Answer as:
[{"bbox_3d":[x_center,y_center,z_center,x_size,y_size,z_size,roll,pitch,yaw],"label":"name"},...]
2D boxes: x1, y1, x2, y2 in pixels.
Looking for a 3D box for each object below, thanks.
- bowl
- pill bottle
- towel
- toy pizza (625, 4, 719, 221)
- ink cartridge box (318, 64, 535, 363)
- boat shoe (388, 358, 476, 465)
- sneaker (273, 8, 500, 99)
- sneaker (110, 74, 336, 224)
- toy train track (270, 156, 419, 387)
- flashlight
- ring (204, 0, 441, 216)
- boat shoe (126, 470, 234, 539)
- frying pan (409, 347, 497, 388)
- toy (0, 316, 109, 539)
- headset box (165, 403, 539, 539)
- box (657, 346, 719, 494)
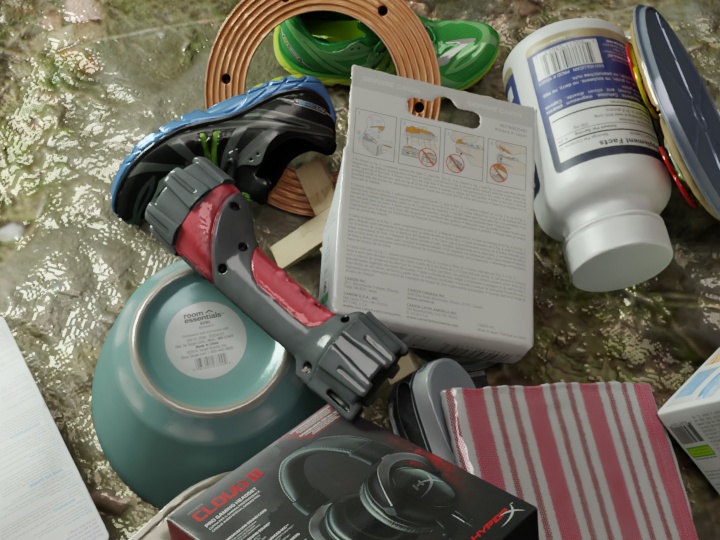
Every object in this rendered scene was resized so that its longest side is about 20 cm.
[{"bbox_3d":[-0.104,0.070,0.848,0.197,0.105,0.204,2,64,-3],"label":"bowl"},{"bbox_3d":[0.186,-0.091,0.938,0.109,0.111,0.203,-6,65,-6],"label":"pill bottle"},{"bbox_3d":[0.151,0.153,0.822,0.197,0.030,0.148,3,62,-30],"label":"towel"},{"bbox_3d":[0.258,-0.118,0.933,0.031,0.199,0.203,-25,61,27],"label":"toy pizza"},{"bbox_3d":[0.053,-0.041,0.879,0.159,0.050,0.203,11,66,-17],"label":"ink cartridge box"},{"bbox_3d":[0.065,0.167,0.819,0.073,0.068,0.202,-6,70,-45],"label":"boat shoe"},{"bbox_3d":[0.024,-0.197,0.996,0.197,0.084,0.075,2,63,-3],"label":"sneaker"},{"bbox_3d":[-0.109,-0.085,0.924,0.197,0.071,0.084,-24,80,5],"label":"sneaker"},{"bbox_3d":[0.000,0.000,0.915,0.114,0.032,0.202,-31,64,14],"label":"toy train track"},{"bbox_3d":[-0.055,0.007,0.787,0.199,0.068,0.068,38,39,14],"label":"flashlight"},{"bbox_3d":[-0.031,-0.146,0.958,0.197,0.019,0.204,1,96,7],"label":"ring"},{"bbox_3d":[-0.125,0.196,0.793,0.198,0.063,0.073,-28,84,-23],"label":"boat shoe"},{"bbox_3d":[0.097,0.056,0.904,0.114,0.031,0.191,-29,71,-13],"label":"frying pan"},{"bbox_3d":[-0.267,0.143,0.835,0.114,0.047,0.201,-28,65,-12],"label":"toy"},{"bbox_3d":[-0.011,0.172,0.715,0.148,0.078,0.199,-30,38,-35],"label":"headset box"},{"bbox_3d":[0.336,0.073,0.853,0.199,0.112,0.102,-40,90,-20],"label":"box"}]
